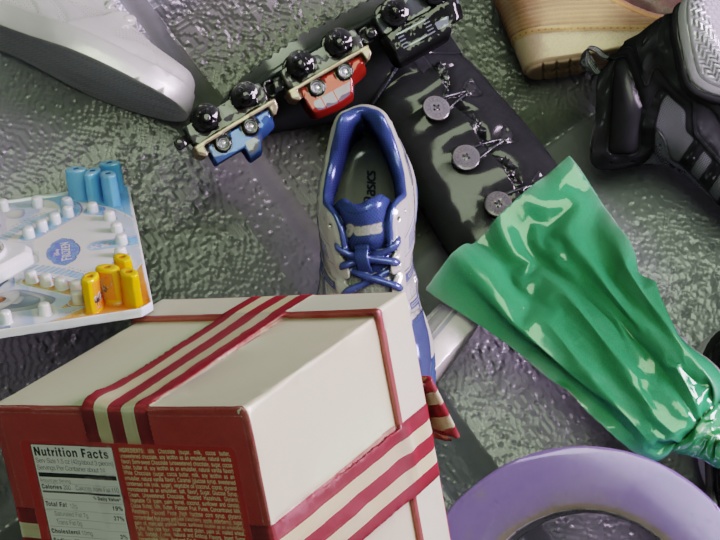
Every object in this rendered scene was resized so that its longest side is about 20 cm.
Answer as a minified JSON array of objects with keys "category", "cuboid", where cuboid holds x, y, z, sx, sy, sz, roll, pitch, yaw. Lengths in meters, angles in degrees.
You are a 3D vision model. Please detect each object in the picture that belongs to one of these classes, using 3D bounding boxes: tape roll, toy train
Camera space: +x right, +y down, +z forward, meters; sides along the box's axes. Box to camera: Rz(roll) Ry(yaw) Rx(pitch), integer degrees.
[{"category":"tape roll","cuboid":[0.127,0.202,1.068,0.198,0.085,0.202,-1,81,9]},{"category":"toy train","cuboid":[-0.023,-0.117,1.167,0.199,0.034,0.046,-30,94,-8]}]

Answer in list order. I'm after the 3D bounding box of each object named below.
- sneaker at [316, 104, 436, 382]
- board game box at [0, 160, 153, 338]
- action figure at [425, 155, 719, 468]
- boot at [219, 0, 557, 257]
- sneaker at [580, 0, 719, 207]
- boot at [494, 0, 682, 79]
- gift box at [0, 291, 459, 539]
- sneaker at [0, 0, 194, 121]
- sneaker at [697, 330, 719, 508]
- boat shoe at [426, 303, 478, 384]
[{"category":"sneaker","cuboid":[0.000,0.000,1.099,0.074,0.088,0.202,-8,64,4]},{"category":"board game box","cuboid":[-0.227,-0.010,1.104,0.198,0.200,0.026,-8,114,-8]},{"category":"action figure","cuboid":[0.146,0.042,1.112,0.118,0.055,0.200,-43,67,2]},{"category":"boot","cuboid":[0.027,-0.067,1.209,0.164,0.066,0.201,-32,83,-8]},{"category":"sneaker","cuboid":[0.215,-0.072,1.217,0.201,0.113,0.076,63,33,-14]},{"category":"boot","cuboid":[0.184,-0.217,1.268,0.198,0.072,0.168,-6,72,-3]},{"category":"gift box","cuboid":[-0.064,0.123,0.999,0.183,0.202,0.186,3,20,29]},{"category":"sneaker","cuboid":[-0.176,-0.183,1.223,0.199,0.074,0.116,27,72,7]},{"category":"sneaker","cuboid":[0.246,0.116,1.117,0.075,0.114,0.202,-6,69,-9]},{"category":"boat shoe","cuboid":[-0.013,0.079,1.146,0.200,0.072,0.069,-43,81,-8]}]
